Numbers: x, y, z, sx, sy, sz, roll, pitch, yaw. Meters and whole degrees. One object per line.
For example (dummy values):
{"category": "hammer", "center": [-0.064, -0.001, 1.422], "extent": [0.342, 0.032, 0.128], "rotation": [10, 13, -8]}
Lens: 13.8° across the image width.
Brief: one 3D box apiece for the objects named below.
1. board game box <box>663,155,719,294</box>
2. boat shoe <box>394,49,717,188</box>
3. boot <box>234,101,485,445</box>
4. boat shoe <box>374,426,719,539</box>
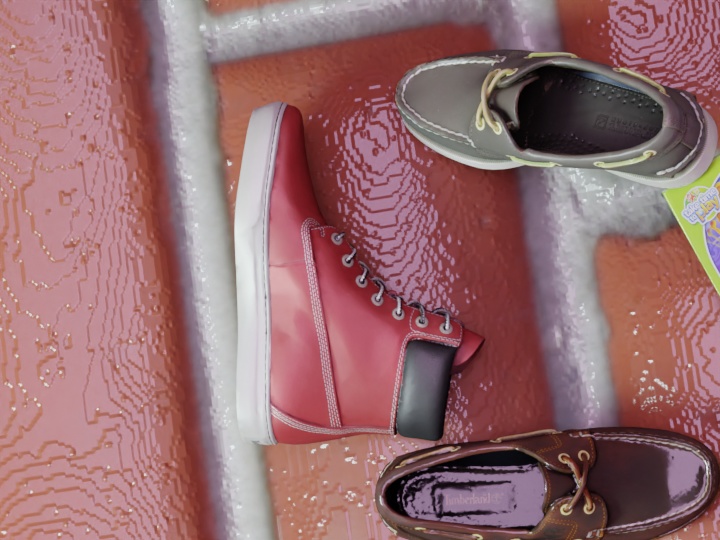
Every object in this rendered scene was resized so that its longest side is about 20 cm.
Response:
{"category": "board game box", "center": [0.288, -0.038, 1.671], "extent": [0.200, 0.045, 0.135], "rotation": [-33, 79, 23]}
{"category": "boat shoe", "center": [0.104, -0.093, 1.712], "extent": [0.201, 0.060, 0.072], "rotation": [11, 81, 29]}
{"category": "boot", "center": [0.000, 0.000, 1.738], "extent": [0.144, 0.072, 0.201], "rotation": [-2, 91, 8]}
{"category": "boat shoe", "center": [0.107, 0.127, 1.706], "extent": [0.199, 0.070, 0.071], "rotation": [-8, 81, 6]}
